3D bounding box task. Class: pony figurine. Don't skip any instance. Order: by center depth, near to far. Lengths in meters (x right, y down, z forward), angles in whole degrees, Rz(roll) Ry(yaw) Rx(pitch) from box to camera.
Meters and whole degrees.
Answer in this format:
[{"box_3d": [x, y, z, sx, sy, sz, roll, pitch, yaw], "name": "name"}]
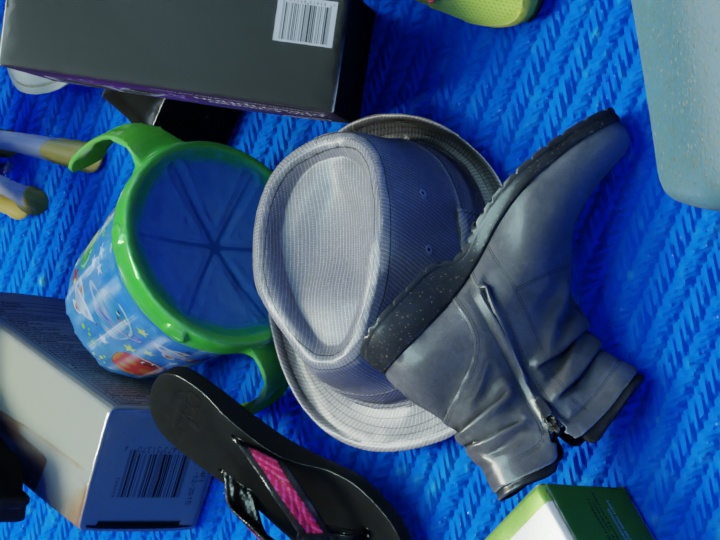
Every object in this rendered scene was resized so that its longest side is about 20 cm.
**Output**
[{"box_3d": [-0.308, -0.094, 1.683, 0.193, 0.200, 0.167, 11, 85, 47], "name": "pony figurine"}]

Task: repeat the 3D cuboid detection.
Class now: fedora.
[{"box_3d": [0.000, 0.000, 1.409, 0.176, 0.090, 0.201, -6, 77, 33], "name": "fedora"}]

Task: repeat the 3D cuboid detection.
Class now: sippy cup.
[{"box_3d": [-0.117, 0.005, 1.534, 0.130, 0.139, 0.179, -33, 53, 51], "name": "sippy cup"}]

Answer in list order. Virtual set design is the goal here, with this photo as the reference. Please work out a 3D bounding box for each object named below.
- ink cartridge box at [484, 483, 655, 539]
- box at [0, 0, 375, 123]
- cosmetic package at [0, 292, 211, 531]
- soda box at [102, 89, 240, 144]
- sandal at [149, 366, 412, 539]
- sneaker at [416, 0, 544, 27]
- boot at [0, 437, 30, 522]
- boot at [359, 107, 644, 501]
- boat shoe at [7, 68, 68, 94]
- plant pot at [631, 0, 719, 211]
[{"box_3d": [0.119, 0.236, 1.287, 0.148, 0.076, 0.200, -50, 54, 29], "name": "ink cartridge box"}, {"box_3d": [-0.099, -0.139, 1.450, 0.199, 0.141, 0.079, 9, 94, 6], "name": "box"}, {"box_3d": [-0.191, 0.091, 1.611, 0.200, 0.103, 0.088, 32, 110, 45], "name": "cosmetic package"}, {"box_3d": [-0.090, -0.181, 1.563, 0.063, 0.071, 0.201, 40, 113, 42], "name": "soda box"}, {"box_3d": [-0.055, 0.132, 1.457, 0.200, 0.045, 0.075, 33, 130, 18], "name": "sandal"}, {"box_3d": [0.011, -0.187, 1.389, 0.199, 0.090, 0.078, 28, 132, 0], "name": "sneaker"}, {"box_3d": [-0.273, 0.060, 1.568, 0.211, 0.079, 0.159, 29, 110, 45], "name": "boot"}, {"box_3d": [0.108, 0.020, 1.331, 0.132, 0.070, 0.200, 42, 88, 9], "name": "boot"}, {"box_3d": [-0.178, -0.178, 1.659, 0.200, 0.062, 0.075, -36, 76, 48], "name": "boat shoe"}, {"box_3d": [0.236, -0.113, 1.135, 0.200, 0.196, 0.197, -24, 68, 51], "name": "plant pot"}]
